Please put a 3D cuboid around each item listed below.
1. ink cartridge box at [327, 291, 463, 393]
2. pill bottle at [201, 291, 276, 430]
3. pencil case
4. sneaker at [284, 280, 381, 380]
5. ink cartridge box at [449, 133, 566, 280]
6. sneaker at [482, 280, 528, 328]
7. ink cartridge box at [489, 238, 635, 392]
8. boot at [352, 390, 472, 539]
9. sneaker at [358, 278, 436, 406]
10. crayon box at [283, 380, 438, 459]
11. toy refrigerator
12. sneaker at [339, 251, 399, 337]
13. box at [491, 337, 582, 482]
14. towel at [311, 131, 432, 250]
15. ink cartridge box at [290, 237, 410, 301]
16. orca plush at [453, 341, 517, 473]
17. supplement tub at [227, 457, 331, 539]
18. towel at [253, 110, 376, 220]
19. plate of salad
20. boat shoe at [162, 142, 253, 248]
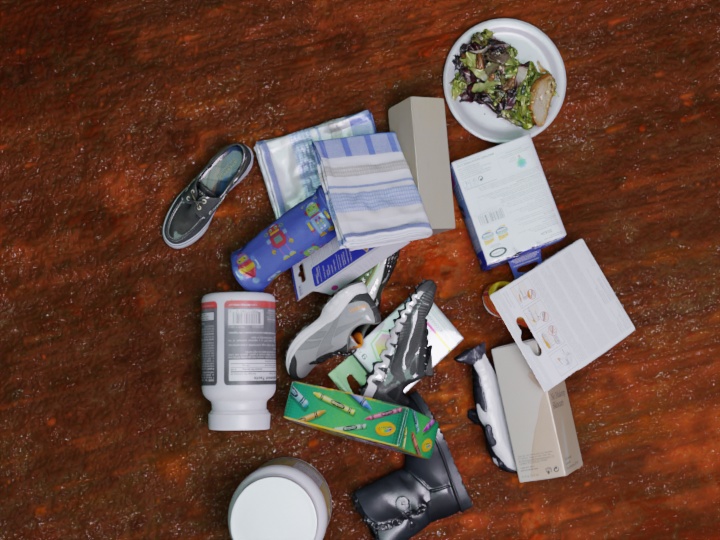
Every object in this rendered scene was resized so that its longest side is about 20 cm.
[{"bbox_3d":[0.053,0.132,1.563,0.199,0.059,0.104,-41,85,-3],"label":"ink cartridge box"},{"bbox_3d":[-0.185,0.138,1.541,0.113,0.116,0.205,0,85,1],"label":"pill bottle"},{"bbox_3d":[-0.108,-0.044,1.553,0.199,0.087,0.079,-35,69,14],"label":"pencil case"},{"bbox_3d":[-0.044,0.105,1.524,0.080,0.073,0.200,52,122,16],"label":"sneaker"},{"bbox_3d":[0.229,-0.089,1.572,0.134,0.076,0.203,-19,83,-1],"label":"ink cartridge box"},{"bbox_3d":[0.283,0.067,1.556,0.196,0.077,0.074,13,84,-3],"label":"sneaker"},{"bbox_3d":[0.293,0.068,1.501,0.198,0.050,0.164,-29,85,-25],"label":"ink cartridge box"},{"bbox_3d":[0.059,0.307,1.538,0.166,0.076,0.203,-24,91,-5],"label":"boot"},{"bbox_3d":[0.078,0.114,1.504,0.089,0.066,0.203,27,90,1],"label":"sneaker"},{"bbox_3d":[0.001,0.219,1.487,0.197,0.119,0.059,9,77,30],"label":"crayon box"},{"bbox_3d":[0.097,-0.159,1.574,0.069,0.076,0.204,-2,83,-27],"label":"toy refrigerator"},{"bbox_3d":[0.000,0.000,1.576,0.087,0.077,0.203,20,82,13],"label":"sneaker"},{"bbox_3d":[0.265,0.205,1.525,0.077,0.094,0.204,-14,85,28],"label":"box"},{"bbox_3d":[0.015,-0.122,1.504,0.144,0.024,0.203,-8,58,-16],"label":"towel"},{"bbox_3d":[-0.019,-0.032,1.553,0.198,0.037,0.096,-32,45,17],"label":"ink cartridge box"},{"bbox_3d":[0.184,0.216,1.546,0.070,0.105,0.202,-16,112,37],"label":"orca plush"},{"bbox_3d":[-0.116,0.353,1.476,0.141,0.200,0.148,0,85,1],"label":"supplement tub"},{"bbox_3d":[-0.057,-0.159,1.605,0.196,0.024,0.150,-16,85,-1],"label":"towel"},{"bbox_3d":[0.229,-0.303,1.607,0.196,0.048,0.205,0,85,2],"label":"plate of salad"},{"bbox_3d":[-0.244,-0.123,1.596,0.068,0.057,0.201,38,86,4],"label":"boat shoe"}]
